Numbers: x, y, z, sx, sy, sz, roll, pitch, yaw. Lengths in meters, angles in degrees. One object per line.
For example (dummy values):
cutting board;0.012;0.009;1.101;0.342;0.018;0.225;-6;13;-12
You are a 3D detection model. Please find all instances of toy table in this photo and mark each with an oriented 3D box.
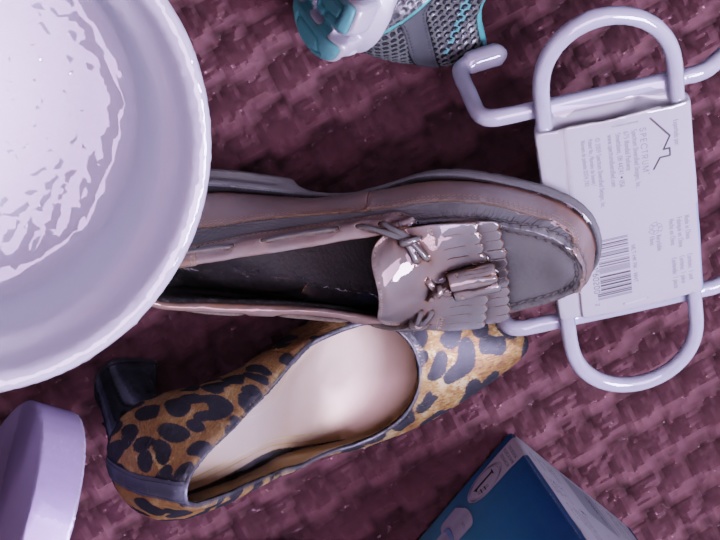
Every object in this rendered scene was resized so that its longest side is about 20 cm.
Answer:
toy table;-0.200;0.118;1.159;0.116;0.184;0.200;15;129;-16

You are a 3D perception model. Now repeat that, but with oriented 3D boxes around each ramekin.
ramekin;-0.165;-0.057;1.140;0.199;0.098;0.202;-2;102;-11

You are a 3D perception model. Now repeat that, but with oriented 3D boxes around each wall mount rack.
wall mount rack;0.132;-0.050;1.209;0.173;0.075;0.201;-13;127;-5

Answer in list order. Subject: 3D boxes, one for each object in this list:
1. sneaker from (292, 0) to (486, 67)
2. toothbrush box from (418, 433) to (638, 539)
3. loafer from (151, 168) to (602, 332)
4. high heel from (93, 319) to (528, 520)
sneaker;0.045;-0.175;1.178;0.091;0.078;0.201;16;108;-32
toothbrush box;0.047;0.192;1.238;0.085;0.146;0.200;39;95;-19
loafer;0.000;0.000;1.175;0.199;0.063;0.072;3;128;16
high heel;-0.012;0.063;1.189;0.199;0.143;0.072;-8;108;-9
